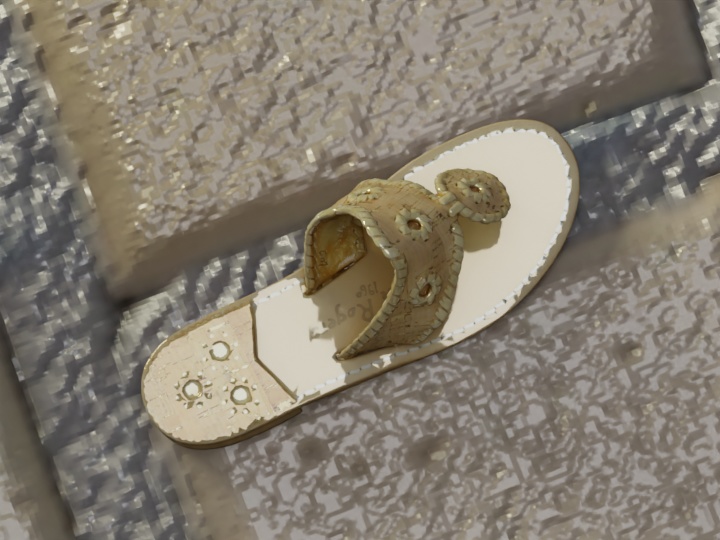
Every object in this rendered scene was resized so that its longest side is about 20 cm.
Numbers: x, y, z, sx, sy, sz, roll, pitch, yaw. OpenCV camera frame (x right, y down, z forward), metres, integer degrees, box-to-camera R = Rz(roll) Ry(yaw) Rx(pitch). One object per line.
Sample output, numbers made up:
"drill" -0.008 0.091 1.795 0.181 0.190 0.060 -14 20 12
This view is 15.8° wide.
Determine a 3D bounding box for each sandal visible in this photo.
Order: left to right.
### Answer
"sandal" 0.003 0.005 1.064 0.211 0.070 0.078 -32 81 -3
